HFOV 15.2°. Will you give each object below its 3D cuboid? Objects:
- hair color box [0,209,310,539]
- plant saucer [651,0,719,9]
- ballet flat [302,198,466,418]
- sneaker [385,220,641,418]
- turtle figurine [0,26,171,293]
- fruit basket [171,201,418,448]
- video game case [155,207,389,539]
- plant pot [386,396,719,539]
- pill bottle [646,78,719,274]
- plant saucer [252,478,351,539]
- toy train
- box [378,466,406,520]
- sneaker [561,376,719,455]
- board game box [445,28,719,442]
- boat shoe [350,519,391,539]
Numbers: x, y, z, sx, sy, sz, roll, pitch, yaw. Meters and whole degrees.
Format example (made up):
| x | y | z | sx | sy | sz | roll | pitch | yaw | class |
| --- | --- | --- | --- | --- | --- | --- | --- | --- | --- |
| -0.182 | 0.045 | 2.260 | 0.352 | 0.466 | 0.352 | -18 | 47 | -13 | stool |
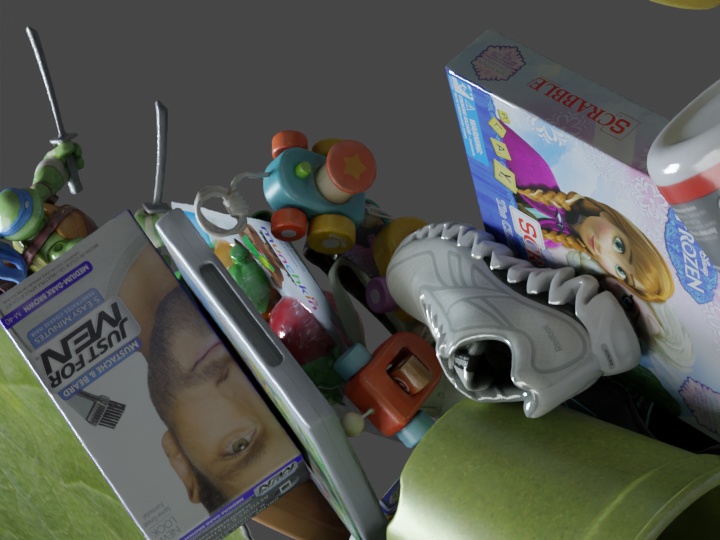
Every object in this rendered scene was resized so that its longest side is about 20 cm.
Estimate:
| x | y | z | sx | sy | sz | roll | pitch | yaw | class |
| --- | --- | --- | --- | --- | --- | --- | --- | --- | --- |
| -0.132 | 0.075 | 1.687 | 0.200 | 0.109 | 0.065 | 53 | 173 | 17 | hair color box |
| 0.109 | -0.217 | 1.217 | 0.200 | 0.048 | 0.200 | 48 | 157 | 7 | plant saucer |
| 0.036 | 0.044 | 1.719 | 0.200 | 0.071 | 0.069 | 49 | 156 | 1 | ballet flat |
| 0.067 | 0.029 | 1.524 | 0.200 | 0.081 | 0.075 | 21 | 146 | 54 | sneaker |
| -0.173 | -0.044 | 1.961 | 0.143 | 0.201 | 0.194 | 4 | 155 | 30 | turtle figurine |
| -0.053 | 0.040 | 1.822 | 0.186 | 0.094 | 0.200 | 58 | 167 | -19 | fruit basket |
| -0.050 | 0.075 | 1.672 | 0.182 | 0.022 | 0.200 | 52 | 172 | 32 | video game case |
| 0.121 | 0.159 | 1.495 | 0.184 | 0.200 | 0.201 | 29 | 149 | 40 | plant pot |
| 0.231 | -0.005 | 1.235 | 0.200 | 0.116 | 0.116 | 53 | 157 | -8 | pill bottle |
| -0.088 | 0.120 | 1.799 | 0.200 | 0.038 | 0.200 | 30 | -177 | -1 | plant saucer |
| 0.000 | 0.000 | 1.634 | 0.200 | 0.150 | 0.056 | 50 | 137 | -2 | toy train |
| 0.081 | 0.160 | 1.800 | 0.070 | 0.064 | 0.200 | 42 | 161 | -12 | box |
| 0.144 | 0.073 | 1.591 | 0.200 | 0.075 | 0.079 | 36 | 140 | 15 | sneaker |
| 0.144 | -0.012 | 1.472 | 0.199 | 0.041 | 0.200 | 31 | 151 | 38 | board game box |
| 0.009 | 0.212 | 1.859 | 0.074 | 0.060 | 0.200 | 42 | 162 | -15 | boat shoe |
